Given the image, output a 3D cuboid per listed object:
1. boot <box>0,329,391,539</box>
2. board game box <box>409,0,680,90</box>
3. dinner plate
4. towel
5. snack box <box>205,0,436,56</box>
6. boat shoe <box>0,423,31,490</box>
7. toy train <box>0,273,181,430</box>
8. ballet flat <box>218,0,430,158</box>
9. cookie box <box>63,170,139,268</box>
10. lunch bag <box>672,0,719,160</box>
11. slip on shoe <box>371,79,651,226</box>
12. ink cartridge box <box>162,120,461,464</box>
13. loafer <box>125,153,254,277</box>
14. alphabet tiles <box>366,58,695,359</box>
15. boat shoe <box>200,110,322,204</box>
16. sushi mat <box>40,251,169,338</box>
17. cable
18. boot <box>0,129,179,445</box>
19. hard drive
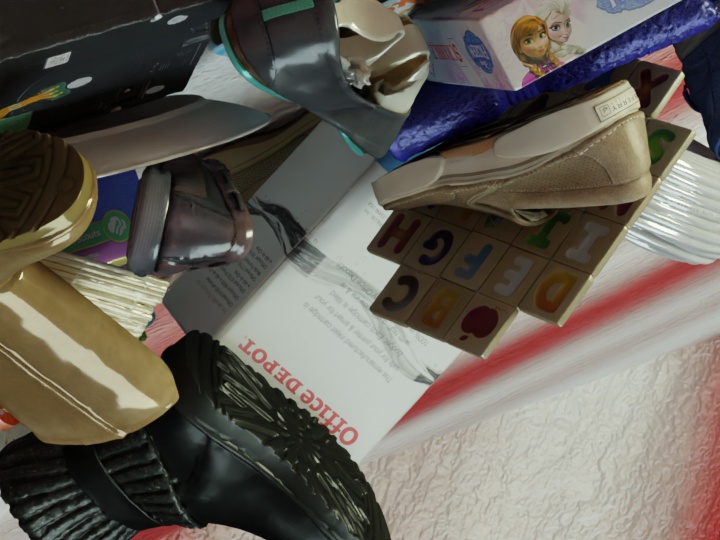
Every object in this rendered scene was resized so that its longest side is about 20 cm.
[{"bbox_3d":[-0.096,0.138,1.564,0.158,0.211,0.080,-35,-154,21],"label":"boot"},{"bbox_3d":[0.131,-0.157,1.341,0.200,0.041,0.200,-29,-170,-6],"label":"board game box"},{"bbox_3d":[-0.146,-0.067,1.389,0.200,0.024,0.200,-11,-169,2],"label":"dinner plate"},{"bbox_3d":[0.099,-0.126,1.479,0.200,0.050,0.148,-23,-157,7],"label":"towel"},{"bbox_3d":[0.023,-0.163,1.339,0.200,0.037,0.116,-26,170,18],"label":"snack box"},{"bbox_3d":[-0.184,0.055,1.662,0.072,0.202,0.060,23,164,-19],"label":"boat shoe"},{"bbox_3d":[-0.172,0.049,1.519,0.200,0.056,0.150,-22,174,-43],"label":"toy train"},{"bbox_3d":[-0.003,-0.102,1.304,0.073,0.073,0.200,-24,164,14],"label":"ballet flat"},{"bbox_3d":[-0.237,0.007,1.522,0.171,0.075,0.200,-19,173,-38],"label":"cookie box"},{"bbox_3d":[0.291,-0.151,1.676,0.200,0.133,0.136,-32,148,28],"label":"lunch bag"},{"bbox_3d":[0.083,-0.051,1.444,0.200,0.061,0.076,-17,-170,47],"label":"slip on shoe"},{"bbox_3d":[0.000,0.000,1.609,0.200,0.084,0.145,-47,125,0],"label":"ink cartridge box"},{"bbox_3d":[-0.088,-0.025,1.388,0.063,0.072,0.200,10,-174,-3],"label":"loafer"},{"bbox_3d":[0.093,-0.043,1.481,0.200,0.166,0.006,-54,131,-12],"label":"alphabet tiles"},{"bbox_3d":[-0.025,-0.064,1.663,0.200,0.065,0.071,-23,170,5],"label":"boat shoe"},{"bbox_3d":[-0.200,0.024,1.395,0.200,0.012,0.096,16,107,-38],"label":"sushi mat"},{"bbox_3d":[0.155,-0.070,1.675,0.069,0.200,0.200,-63,179,8],"label":"cable"},{"bbox_3d":[-0.153,0.014,1.316,0.175,0.066,0.200,-4,146,34],"label":"boot"},{"bbox_3d":[-0.170,-0.098,1.277,0.200,0.038,0.140,-19,169,-18],"label":"hard drive"}]
